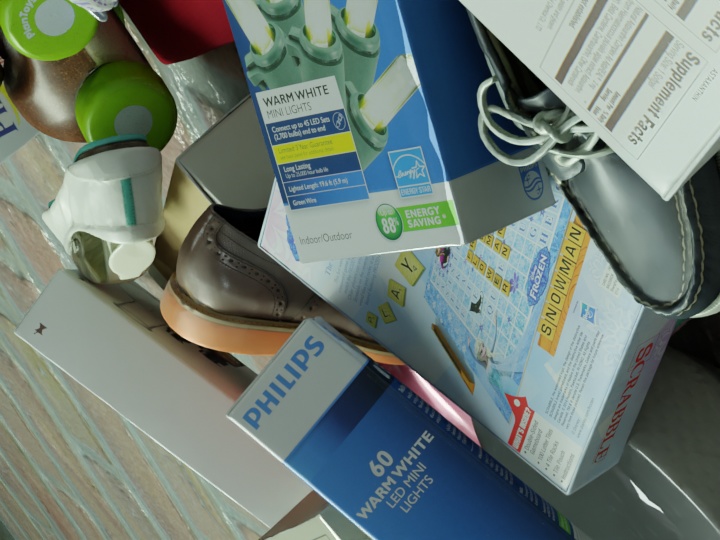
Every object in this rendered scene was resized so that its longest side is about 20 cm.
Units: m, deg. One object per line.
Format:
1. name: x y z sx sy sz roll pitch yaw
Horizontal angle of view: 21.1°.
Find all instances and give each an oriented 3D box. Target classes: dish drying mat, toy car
1. dish drying mat: -0.095 -0.159 1.074 0.077 0.018 0.200 55 161 -12
2. toy car: -0.231 -0.107 1.109 0.158 0.200 0.164 55 -179 -36

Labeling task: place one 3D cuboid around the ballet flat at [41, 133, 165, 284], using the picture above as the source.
1. ballet flat: -0.139 -0.024 1.073 0.069 0.069 0.200 48 167 -1

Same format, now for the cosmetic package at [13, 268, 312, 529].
1. cosmetic package: -0.096 0.075 1.143 0.200 0.052 0.151 37 -175 4

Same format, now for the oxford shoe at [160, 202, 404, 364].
1. oxford shoe: 0.000 0.000 0.980 0.071 0.200 0.073 49 129 43

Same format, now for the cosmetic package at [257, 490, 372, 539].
1. cosmetic package: 0.047 0.188 0.999 0.200 0.073 0.104 52 153 -2

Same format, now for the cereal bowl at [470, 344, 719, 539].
1. cereal bowl: 0.151 0.100 0.941 0.200 0.083 0.200 41 160 18

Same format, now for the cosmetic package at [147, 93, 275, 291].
1. cosmetic package: -0.056 -0.034 1.100 0.071 0.105 0.200 46 159 6

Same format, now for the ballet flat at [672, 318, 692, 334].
1. ballet flat: 0.070 -0.019 0.903 0.200 0.071 0.069 33 157 37

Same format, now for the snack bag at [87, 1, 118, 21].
1. snack bag: -0.199 -0.231 0.994 0.200 0.021 0.189 48 -170 -29

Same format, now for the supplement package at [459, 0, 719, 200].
1. supplement package: 0.076 -0.158 0.500 0.200 0.152 0.151 45 161 8

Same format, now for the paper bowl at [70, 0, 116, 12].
1. paper bowl: -0.140 -0.221 0.851 0.201 0.104 0.201 52 -172 -10

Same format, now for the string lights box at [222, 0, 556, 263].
1. string lights box: -0.001 -0.109 0.770 0.103 0.059 0.201 -7 103 48

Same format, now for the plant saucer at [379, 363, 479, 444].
1. plant saucer: 0.061 0.068 1.125 0.200 0.051 0.201 41 160 18

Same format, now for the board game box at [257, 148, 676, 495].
1. board game box: 0.054 -0.039 0.824 0.199 0.041 0.200 39 132 26

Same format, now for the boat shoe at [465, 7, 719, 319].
1. boat shoe: 0.080 -0.072 0.704 0.075 0.062 0.201 -17 93 42

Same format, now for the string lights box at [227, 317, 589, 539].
1. string lights box: 0.037 0.105 0.886 0.200 0.059 0.103 40 180 2

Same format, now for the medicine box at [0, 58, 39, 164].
1. medicine box: -0.310 -0.190 1.348 0.200 0.103 0.182 28 152 44
